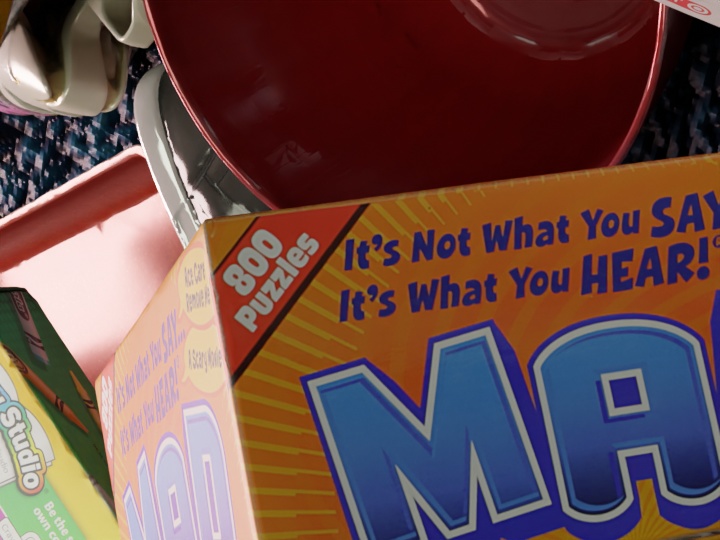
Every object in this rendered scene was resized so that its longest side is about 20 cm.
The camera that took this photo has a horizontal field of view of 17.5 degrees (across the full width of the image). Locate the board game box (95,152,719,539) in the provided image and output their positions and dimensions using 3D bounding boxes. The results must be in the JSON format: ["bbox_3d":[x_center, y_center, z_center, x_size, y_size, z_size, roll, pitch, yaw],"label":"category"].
[{"bbox_3d":[0.048,0.094,0.687,0.200,0.199,0.201,135,125,-69],"label":"board game box"}]

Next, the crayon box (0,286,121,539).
[{"bbox_3d":[-0.131,0.121,0.916,0.119,0.058,0.200,-36,81,13],"label":"crayon box"}]

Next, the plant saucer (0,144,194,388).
[{"bbox_3d":[-0.088,0.062,0.953,0.199,0.037,0.201,-23,94,48],"label":"plant saucer"}]

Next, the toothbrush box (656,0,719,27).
[{"bbox_3d":[0.077,-0.187,0.615,0.145,0.086,0.201,22,82,2],"label":"toothbrush box"}]

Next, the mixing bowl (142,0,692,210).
[{"bbox_3d":[0.035,-0.110,0.756,0.200,0.108,0.201,14,114,32],"label":"mixing bowl"}]

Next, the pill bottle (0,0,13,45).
[{"bbox_3d":[-0.159,-0.161,0.814,0.109,0.109,0.201,22,101,29],"label":"pill bottle"}]

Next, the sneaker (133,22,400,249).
[{"bbox_3d":[0.000,0.000,0.851,0.099,0.071,0.201,-23,95,36],"label":"sneaker"}]

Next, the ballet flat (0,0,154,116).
[{"bbox_3d":[-0.096,-0.104,0.871,0.200,0.069,0.071,-48,47,41],"label":"ballet flat"}]
